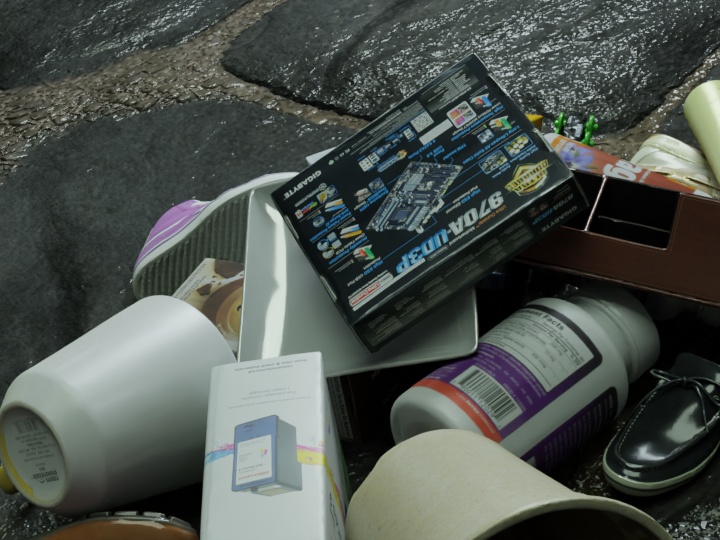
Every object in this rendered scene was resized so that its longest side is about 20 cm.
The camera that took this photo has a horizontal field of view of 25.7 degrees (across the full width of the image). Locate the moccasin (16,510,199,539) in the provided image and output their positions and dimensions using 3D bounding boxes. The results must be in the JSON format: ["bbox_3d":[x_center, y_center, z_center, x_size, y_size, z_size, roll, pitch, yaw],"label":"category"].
[{"bbox_3d":[-0.212,0.223,1.137,0.201,0.074,0.078,-14,67,3],"label":"moccasin"}]

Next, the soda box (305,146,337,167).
[{"bbox_3d":[0.053,-0.101,1.506,0.199,0.068,0.064,-20,26,-10],"label":"soda box"}]

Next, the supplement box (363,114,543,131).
[{"bbox_3d":[0.080,-0.076,1.363,0.109,0.109,0.200,7,13,19],"label":"supplement box"}]

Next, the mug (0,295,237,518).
[{"bbox_3d":[-0.193,0.127,1.193,0.149,0.187,0.153,36,36,25],"label":"mug"}]

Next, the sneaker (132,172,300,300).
[{"bbox_3d":[-0.124,-0.051,1.462,0.200,0.073,0.114,-26,26,14],"label":"sneaker"}]

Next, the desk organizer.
[{"bbox_3d":[0.207,-0.028,1.198,0.199,0.077,0.072,13,6,14],"label":"desk organizer"}]

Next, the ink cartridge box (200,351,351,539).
[{"bbox_3d":[-0.054,0.176,1.089,0.087,0.146,0.200,-8,34,5],"label":"ink cartridge box"}]

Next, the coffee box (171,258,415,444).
[{"bbox_3d":[-0.065,0.063,1.308,0.199,0.080,0.113,8,40,27],"label":"coffee box"}]

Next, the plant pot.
[{"bbox_3d":[0.079,0.197,1.002,0.200,0.201,0.183,-22,24,-13],"label":"plant pot"}]

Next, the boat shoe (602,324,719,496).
[{"bbox_3d":[0.251,0.095,1.180,0.200,0.062,0.075,-35,42,-27],"label":"boat shoe"}]

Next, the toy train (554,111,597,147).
[{"bbox_3d":[0.186,-0.076,1.445,0.042,0.057,0.200,7,39,13],"label":"toy train"}]

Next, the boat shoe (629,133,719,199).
[{"bbox_3d":[0.309,-0.054,1.373,0.066,0.074,0.200,-42,41,-17],"label":"boat shoe"}]

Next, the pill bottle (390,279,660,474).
[{"bbox_3d":[0.129,0.090,1.182,0.200,0.112,0.111,-33,40,-27],"label":"pill bottle"}]

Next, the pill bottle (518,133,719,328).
[{"bbox_3d":[0.222,-0.028,1.289,0.200,0.112,0.112,23,45,14],"label":"pill bottle"}]

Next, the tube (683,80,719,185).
[{"bbox_3d":[0.321,-0.086,1.305,0.058,0.052,0.200,-23,37,11],"label":"tube"}]

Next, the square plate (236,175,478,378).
[{"bbox_3d":[0.000,0.000,1.229,0.198,0.028,0.201,-12,55,19],"label":"square plate"}]

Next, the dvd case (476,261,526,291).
[{"bbox_3d":[0.041,-0.011,1.362,0.199,0.018,0.143,5,11,12],"label":"dvd case"}]

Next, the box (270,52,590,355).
[{"bbox_3d":[0.048,-0.054,1.191,0.200,0.046,0.159,-35,50,2],"label":"box"}]
